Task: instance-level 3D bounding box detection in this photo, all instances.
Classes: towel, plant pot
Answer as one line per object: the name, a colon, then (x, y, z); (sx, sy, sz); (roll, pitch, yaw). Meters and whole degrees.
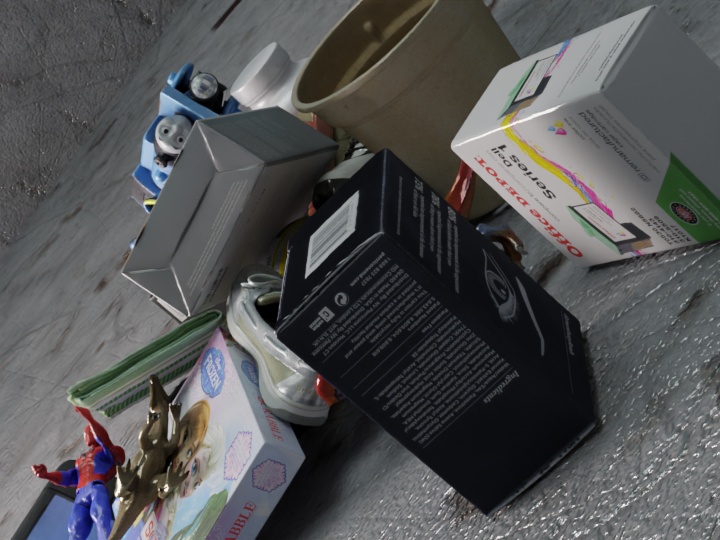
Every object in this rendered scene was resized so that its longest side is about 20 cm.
towel: (-0.184, 0.084, 1.676); (0.152, 0.023, 0.200); (-30, -7, -3)
plant pot: (0.072, -0.152, 1.627); (0.200, 0.184, 0.201); (-39, 20, 17)

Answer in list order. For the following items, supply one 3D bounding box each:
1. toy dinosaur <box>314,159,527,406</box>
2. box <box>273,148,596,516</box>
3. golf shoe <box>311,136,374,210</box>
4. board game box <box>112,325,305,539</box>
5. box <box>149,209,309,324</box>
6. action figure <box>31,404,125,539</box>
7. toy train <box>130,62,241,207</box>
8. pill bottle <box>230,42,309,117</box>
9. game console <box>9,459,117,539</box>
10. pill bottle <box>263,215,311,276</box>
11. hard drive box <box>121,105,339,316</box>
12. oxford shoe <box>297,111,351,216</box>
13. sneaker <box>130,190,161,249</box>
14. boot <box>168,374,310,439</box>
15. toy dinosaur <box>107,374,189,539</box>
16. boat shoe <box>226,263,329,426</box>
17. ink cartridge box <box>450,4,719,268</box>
toy dinosaur: (0.035, 0.023, 1.430); (0.180, 0.201, 0.105); (-20, -6, -13)
box: (0.051, 0.039, 1.235); (0.104, 0.200, 0.148); (-43, 16, 19)
golf shoe: (0.010, -0.107, 1.722); (0.077, 0.095, 0.200); (-12, 4, 31)
board game box: (-0.132, 0.177, 1.541); (0.200, 0.041, 0.200); (-59, 26, 14)
box: (-0.109, -0.027, 1.941); (0.148, 0.124, 0.200); (-39, 18, 32)
action figure: (-0.256, 0.195, 1.663); (0.065, 0.099, 0.201); (-28, 33, 16)
toy train: (-0.181, -0.130, 1.918); (0.115, 0.086, 0.200); (-60, -2, -22)
pill bottle: (-0.036, -0.138, 1.867); (0.111, 0.200, 0.111); (-44, 16, 17)
game console: (-0.249, 0.257, 1.680); (0.201, 0.175, 0.117); (-59, -17, -33)
pill bottle: (0.000, 0.000, 1.613); (0.110, 0.109, 0.200); (-54, 20, -19)
hard drive box: (-0.112, -0.057, 1.657); (0.157, 0.077, 0.200); (-61, -12, 15)
oxford shoe: (-0.011, -0.072, 1.779); (0.071, 0.073, 0.202); (174, 91, -67)
sneaker: (-0.161, -0.073, 1.826); (0.066, 0.078, 0.201); (-33, 22, 49)
boot: (-0.116, 0.134, 1.680); (0.200, 0.076, 0.168); (-43, 15, 10)
toy dinosaur: (-0.183, 0.179, 1.548); (0.101, 0.058, 0.201); (132, 160, -66)
boat shoe: (-0.061, 0.049, 1.542); (0.202, 0.074, 0.065); (-112, 40, -56)
ink cartridge box: (0.177, -0.086, 1.288); (0.084, 0.145, 0.200); (-55, 17, -22)
